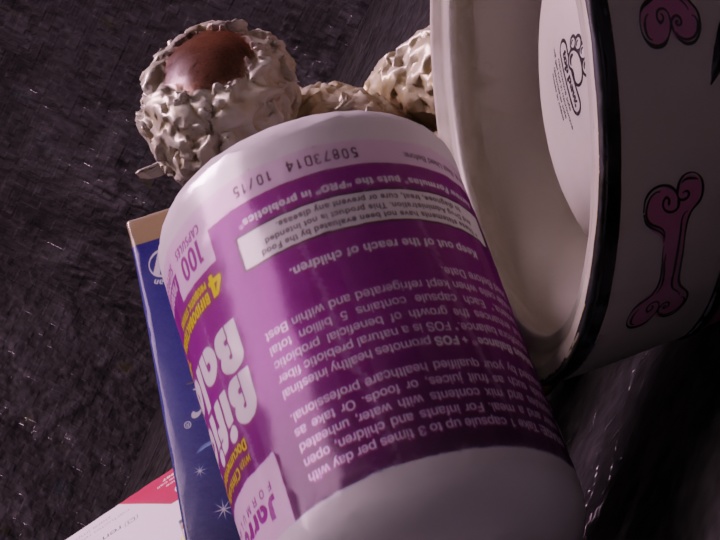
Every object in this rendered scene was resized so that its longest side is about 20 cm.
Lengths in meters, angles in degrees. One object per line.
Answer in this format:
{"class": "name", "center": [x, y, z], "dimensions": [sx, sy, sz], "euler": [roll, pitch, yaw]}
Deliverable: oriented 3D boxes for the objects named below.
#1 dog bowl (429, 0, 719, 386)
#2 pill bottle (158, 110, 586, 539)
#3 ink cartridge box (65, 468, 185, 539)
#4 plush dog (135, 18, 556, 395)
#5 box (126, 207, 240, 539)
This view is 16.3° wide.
{"class": "dog bowl", "center": [0.083, -0.064, 0.851], "dimensions": [0.200, 0.073, 0.202], "euler": [175, 90, -78]}
{"class": "pill bottle", "center": [0.008, 0.057, 0.823], "dimensions": [0.113, 0.111, 0.201], "euler": [-57, 43, 46]}
{"class": "ink cartridge box", "center": [-0.080, 0.171, 1.170], "dimensions": [0.145, 0.084, 0.200], "euler": [-33, 18, -1]}
{"class": "plush dog", "center": [0.000, 0.000, 1.057], "dimensions": [0.161, 0.198, 0.173], "euler": [120, 139, -50]}
{"class": "box", "center": [-0.010, 0.057, 0.917], "dimensions": [0.032, 0.120, 0.201], "euler": [51, -156, -65]}
